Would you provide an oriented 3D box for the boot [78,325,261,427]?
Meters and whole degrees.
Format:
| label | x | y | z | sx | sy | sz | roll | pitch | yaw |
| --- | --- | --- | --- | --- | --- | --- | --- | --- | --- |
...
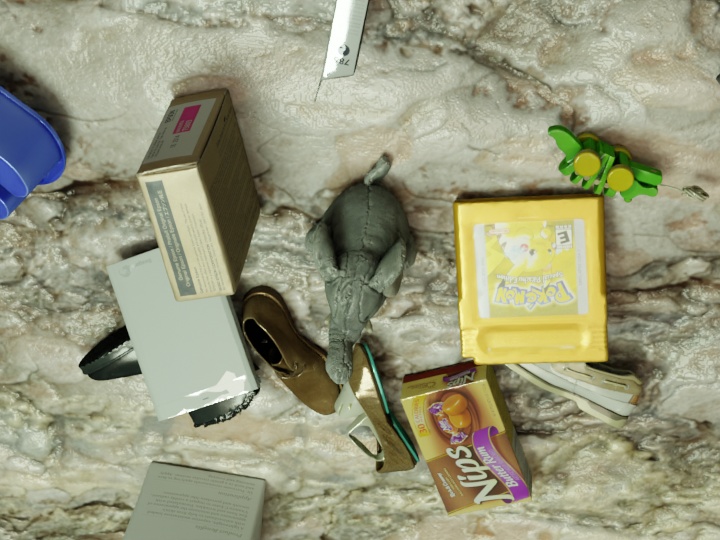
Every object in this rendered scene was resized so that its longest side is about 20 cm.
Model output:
| label | x | y | z | sx | sy | sz | roll | pitch | yaw |
| --- | --- | --- | --- | --- | --- | --- | --- | --- | --- |
| boot | -0.237 | 0.131 | 1.835 | 0.198 | 0.073 | 0.163 | -29 | 110 | 15 |

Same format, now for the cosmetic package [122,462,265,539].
| label | x | y | z | sx | sy | sz | roll | pitch | yaw |
| --- | --- | --- | --- | --- | --- | --- | --- | --- | --- |
| cosmetic package | -0.225 | 0.388 | 1.915 | 0.165 | 0.200 | 0.165 | 9 | 122 | 2 |

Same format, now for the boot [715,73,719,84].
| label | x | y | z | sx | sy | sz | roll | pitch | yaw |
| --- | --- | --- | --- | --- | --- | --- | --- | --- | --- |
| boot | 0.506 | -0.230 | 1.535 | 0.165 | 0.066 | 0.200 | 34 | 115 | -15 |

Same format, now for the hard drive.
| label | x | y | z | sx | sy | sz | roll | pitch | yaw |
| --- | --- | --- | --- | --- | --- | --- | --- | --- | --- |
| hard drive | -0.215 | 0.068 | 1.757 | 0.132 | 0.026 | 0.200 | -19 | 91 | 9 |

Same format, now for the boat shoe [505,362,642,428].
| label | x | y | z | sx | sy | sz | roll | pitch | yaw |
| --- | --- | --- | --- | --- | --- | --- | --- | --- | --- |
| boat shoe | 0.251 | 0.117 | 1.774 | 0.200 | 0.075 | 0.068 | 28 | 101 | -8 |

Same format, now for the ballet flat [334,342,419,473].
| label | x | y | z | sx | sy | sz | roll | pitch | yaw |
| --- | --- | --- | --- | --- | --- | --- | --- | --- | --- |
| ballet flat | 0.011 | 0.184 | 1.839 | 0.072 | 0.068 | 0.200 | -24 | 122 | 1 |

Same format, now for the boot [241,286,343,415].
| label | x | y | z | sx | sy | sz | roll | pitch | yaw |
| --- | --- | --- | --- | --- | --- | --- | --- | --- | --- |
| boot | -0.089 | 0.118 | 1.810 | 0.074 | 0.075 | 0.200 | -27 | 115 | 19 |

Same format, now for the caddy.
| label | x | y | z | sx | sy | sz | roll | pitch | yaw |
| --- | --- | --- | --- | --- | --- | --- | --- | --- | --- |
| caddy | -0.439 | -0.156 | 1.673 | 0.200 | 0.105 | 0.141 | 38 | 142 | -15 |

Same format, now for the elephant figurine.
| label | x | y | z | sx | sy | sz | roll | pitch | yaw |
| --- | --- | --- | --- | --- | --- | --- | --- | --- | --- |
| elephant figurine | 0.000 | 0.000 | 1.652 | 0.141 | 0.200 | 0.155 | -26 | 114 | 21 |

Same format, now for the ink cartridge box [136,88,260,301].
| label | x | y | z | sx | sy | sz | roll | pitch | yaw |
| --- | --- | --- | --- | --- | --- | --- | --- | --- | --- |
| ink cartridge box | -0.177 | -0.087 | 1.622 | 0.075 | 0.200 | 0.165 | -8 | 119 | 11 |

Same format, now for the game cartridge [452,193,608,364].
| label | x | y | z | sx | sy | sz | roll | pitch | yaw |
| --- | --- | --- | --- | --- | --- | --- | --- | --- | --- |
| game cartridge | 0.201 | 0.012 | 1.700 | 0.176 | 0.032 | 0.200 | -2 | 101 | 9 |

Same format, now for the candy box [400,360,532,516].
| label | x | y | z | sx | sy | sz | roll | pitch | yaw |
| --- | --- | --- | --- | --- | --- | --- | --- | --- | --- |
| candy box | 0.137 | 0.215 | 1.851 | 0.117 | 0.056 | 0.200 | -14 | 117 | 15 |

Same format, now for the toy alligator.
| label | x | y | z | sx | sy | sz | roll | pitch | yaw |
| --- | --- | --- | --- | --- | --- | --- | --- | --- | --- |
| toy alligator | 0.294 | -0.103 | 1.635 | 0.200 | 0.059 | 0.054 | 23 | 121 | -7 |

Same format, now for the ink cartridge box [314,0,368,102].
| label | x | y | z | sx | sy | sz | roll | pitch | yaw |
| --- | --- | --- | --- | --- | --- | --- | --- | --- | --- |
| ink cartridge box | -0.009 | -0.283 | 1.542 | 0.039 | 0.100 | 0.200 | 13 | 122 | -2 |
